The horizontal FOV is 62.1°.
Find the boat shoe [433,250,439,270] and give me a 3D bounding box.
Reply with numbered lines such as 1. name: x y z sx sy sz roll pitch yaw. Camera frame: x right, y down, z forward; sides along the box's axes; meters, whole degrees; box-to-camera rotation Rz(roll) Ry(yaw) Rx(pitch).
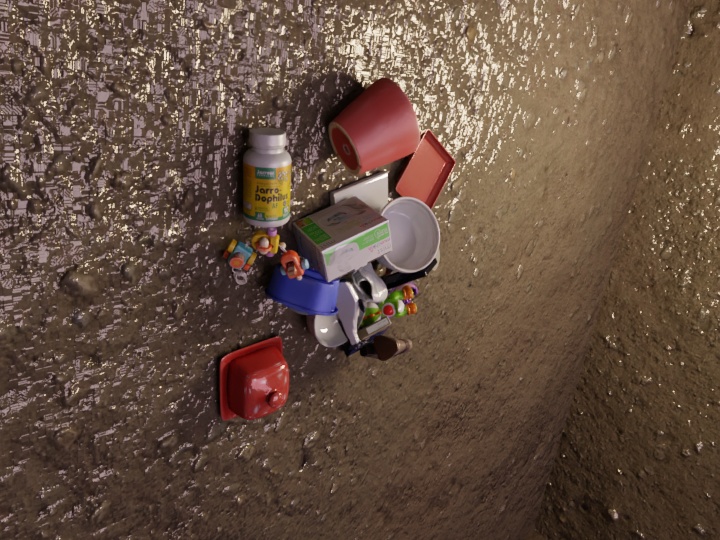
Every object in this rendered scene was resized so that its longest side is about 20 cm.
1. boat shoe: 0.201 -0.061 1.904 0.200 0.060 0.077 40 64 -57

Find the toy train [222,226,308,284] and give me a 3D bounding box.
1. toy train: -0.227 -0.016 1.390 0.056 0.194 0.153 -81 156 -56

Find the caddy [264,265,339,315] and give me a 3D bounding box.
1. caddy: -0.144 0.057 1.507 0.141 0.194 0.108 -33 140 -77

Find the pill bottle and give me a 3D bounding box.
1. pill bottle: -0.212 -0.212 1.355 0.111 0.111 0.206 -16 121 -40

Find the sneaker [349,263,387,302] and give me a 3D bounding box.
1. sneaker: 0.000 0.000 1.633 0.070 0.203 0.080 -40 168 23

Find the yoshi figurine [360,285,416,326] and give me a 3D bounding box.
1. yoshi figurine: 0.064 0.114 1.806 0.194 0.114 0.113 -17 147 -11

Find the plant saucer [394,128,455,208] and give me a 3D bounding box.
1. plant saucer: 0.189 -0.291 1.795 0.198 0.036 0.204 32 86 -49

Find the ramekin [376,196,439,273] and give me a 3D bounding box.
1. ramekin: 0.113 -0.095 1.658 0.194 0.105 0.208 1 86 -23

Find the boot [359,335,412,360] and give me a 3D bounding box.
1. boot: 0.095 0.223 1.748 0.143 0.198 0.073 -1 81 -37

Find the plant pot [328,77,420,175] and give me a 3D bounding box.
1. plant pot: 0.027 -0.345 1.493 0.175 0.200 0.204 -34 132 -17

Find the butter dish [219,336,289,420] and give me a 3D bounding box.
1. butter dish: -0.253 0.304 1.551 0.196 0.146 0.206 -17 121 -41

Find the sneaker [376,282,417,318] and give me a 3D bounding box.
1. sneaker: 0.108 0.103 1.873 0.201 0.087 0.081 -49 139 -14

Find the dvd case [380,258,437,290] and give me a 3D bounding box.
1. dvd case: 0.116 0.020 1.704 0.018 0.195 0.142 66 25 -8

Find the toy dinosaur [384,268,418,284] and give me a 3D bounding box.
1. toy dinosaur: 0.097 -0.046 1.803 0.198 0.106 0.183 34 107 -19

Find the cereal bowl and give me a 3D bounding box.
1. cereal bowl: -0.078 0.108 1.683 0.197 0.082 0.206 -23 125 -37

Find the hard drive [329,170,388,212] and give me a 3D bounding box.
1. hard drive: -0.001 -0.182 1.658 0.197 0.025 0.136 -27 127 -35

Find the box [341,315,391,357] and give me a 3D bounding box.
1. box: 0.014 0.201 1.767 0.119 0.033 0.201 -27 167 -20

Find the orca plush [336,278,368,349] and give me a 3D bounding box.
1. orca plush: -0.021 0.108 1.625 0.204 0.103 0.071 65 21 -17

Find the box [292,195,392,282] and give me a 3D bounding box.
1. box: -0.046 -0.083 1.522 0.196 0.176 0.099 -25 127 -20
